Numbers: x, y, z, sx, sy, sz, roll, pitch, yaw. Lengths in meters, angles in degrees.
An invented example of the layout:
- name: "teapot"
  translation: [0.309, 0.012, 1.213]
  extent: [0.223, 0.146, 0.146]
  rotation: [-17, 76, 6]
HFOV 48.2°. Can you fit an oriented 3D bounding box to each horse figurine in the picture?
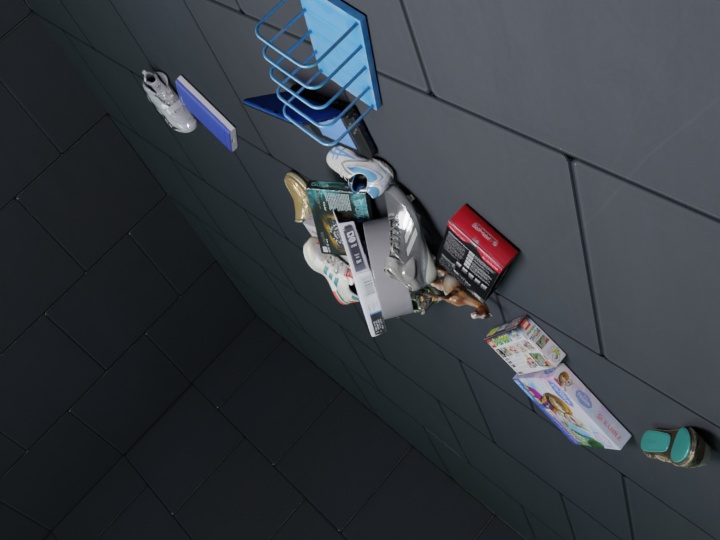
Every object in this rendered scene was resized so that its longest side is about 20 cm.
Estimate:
- name: "horse figurine"
  translation: [0.166, 0.033, 1.600]
  extent: [0.200, 0.130, 0.051]
  rotation: [-131, 47, -57]

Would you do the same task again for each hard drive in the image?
- name: "hard drive"
  translation: [-0.405, -0.412, 2.129]
  extent: [0.200, 0.025, 0.132]
  rotation: [44, 166, 5]

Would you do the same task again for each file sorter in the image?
- name: "file sorter"
  translation: [-0.066, -0.315, 1.252]
  extent: [0.138, 0.123, 0.201]
  rotation: [37, 163, 24]

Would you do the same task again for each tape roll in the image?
- name: "tape roll"
  translation: [0.058, -0.006, 1.649]
  extent: [0.200, 0.065, 0.205]
  rotation: [-12, -90, -87]

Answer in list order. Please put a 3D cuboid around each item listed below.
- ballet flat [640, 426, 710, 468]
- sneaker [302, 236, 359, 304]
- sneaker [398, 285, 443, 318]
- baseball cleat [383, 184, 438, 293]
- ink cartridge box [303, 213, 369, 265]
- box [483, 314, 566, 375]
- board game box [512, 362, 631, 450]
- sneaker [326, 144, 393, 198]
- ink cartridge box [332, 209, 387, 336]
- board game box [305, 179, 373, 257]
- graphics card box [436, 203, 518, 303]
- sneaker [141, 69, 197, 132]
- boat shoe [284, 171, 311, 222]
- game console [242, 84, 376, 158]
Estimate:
- name: "ballet flat"
  translation: [0.547, 0.302, 1.364]
  extent: [0.074, 0.069, 0.200]
  rotation: [22, 170, 0]
- name: "sneaker"
  translation: [-0.049, -0.005, 1.860]
  extent: [0.092, 0.071, 0.201]
  rotation: [-7, 128, 46]
- name: "sneaker"
  translation: [0.088, 0.066, 1.824]
  extent: [0.197, 0.089, 0.078]
  rotation: [-5, 128, 43]
- name: "baseball cleat"
  translation: [0.076, -0.056, 1.511]
  extent: [0.203, 0.105, 0.069]
  rotation: [64, 158, -6]
- name: "ink cartridge box"
  translation: [-0.027, -0.056, 1.917]
  extent: [0.147, 0.086, 0.201]
  rotation: [22, 151, 53]
- name: "box"
  translation: [0.324, 0.152, 1.606]
  extent: [0.110, 0.035, 0.200]
  rotation: [45, 166, 1]
- name: "board game box"
  translation: [0.426, 0.277, 1.646]
  extent: [0.200, 0.041, 0.199]
  rotation: [46, 165, -2]
- name: "sneaker"
  translation: [-0.014, -0.191, 1.548]
  extent: [0.199, 0.073, 0.072]
  rotation: [29, 161, 51]
- name: "ink cartridge box"
  translation: [0.000, 0.000, 1.689]
  extent: [0.200, 0.042, 0.202]
  rotation: [73, 178, -47]
- name: "board game box"
  translation: [-0.036, -0.107, 1.729]
  extent: [0.132, 0.029, 0.202]
  rotation: [6, 140, 15]
- name: "graphics card box"
  translation: [0.203, -0.025, 1.431]
  extent: [0.125, 0.051, 0.201]
  rotation: [42, 165, 13]
- name: "sneaker"
  translation: [-0.534, -0.471, 2.227]
  extent: [0.200, 0.075, 0.115]
  rotation: [45, 169, 15]
- name: "boat shoe"
  translation: [-0.133, -0.147, 1.979]
  extent: [0.201, 0.076, 0.071]
  rotation: [53, 166, -16]
- name: "game console"
  translation: [-0.093, -0.262, 1.480]
  extent: [0.199, 0.118, 0.172]
  rotation: [31, 160, 45]
